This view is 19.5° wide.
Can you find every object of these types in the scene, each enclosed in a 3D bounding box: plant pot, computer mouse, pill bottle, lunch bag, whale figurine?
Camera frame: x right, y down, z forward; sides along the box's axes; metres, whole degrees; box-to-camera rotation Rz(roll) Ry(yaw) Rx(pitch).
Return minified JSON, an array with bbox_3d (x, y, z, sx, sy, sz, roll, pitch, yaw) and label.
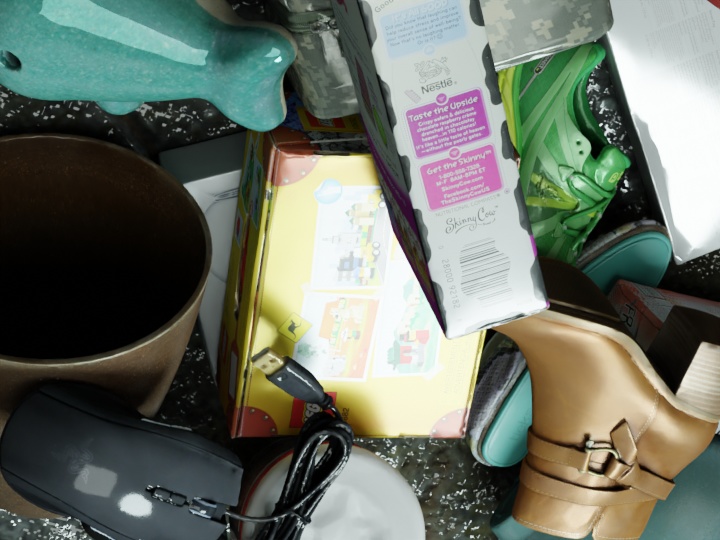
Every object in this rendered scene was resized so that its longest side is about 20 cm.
[{"bbox_3d":[-0.190,0.053,1.261,0.187,0.187,0.200,-2,136,-12],"label":"plant pot"},{"bbox_3d":[-0.090,0.099,1.159,0.200,0.046,0.140,32,86,-28],"label":"computer mouse"},{"bbox_3d":[-0.027,0.159,1.324,0.111,0.200,0.111,0,89,-7],"label":"pill bottle"},{"bbox_3d":[0.028,-0.196,1.184,0.200,0.139,0.168,-16,111,-2],"label":"lunch bag"},{"bbox_3d":[0.173,0.172,1.406,0.134,0.200,0.200,44,104,-1],"label":"plant pot"},{"bbox_3d":[-0.135,-0.131,1.154,0.200,0.104,0.159,28,144,9],"label":"whale figurine"}]

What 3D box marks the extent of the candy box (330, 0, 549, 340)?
[{"bbox_3d":[0.035,-0.085,1.082,0.061,0.136,0.200,-18,119,-3],"label":"candy box"}]

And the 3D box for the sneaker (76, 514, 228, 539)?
[{"bbox_3d":[-0.113,0.152,1.267,0.070,0.200,0.090,-42,84,-1],"label":"sneaker"}]

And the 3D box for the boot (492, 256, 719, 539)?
[{"bbox_3d":[0.120,0.080,1.250,0.200,0.077,0.155,14,115,-25],"label":"boot"}]

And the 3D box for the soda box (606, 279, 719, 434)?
[{"bbox_3d":[0.229,0.063,1.373,0.200,0.064,0.068,12,118,-44],"label":"soda box"}]

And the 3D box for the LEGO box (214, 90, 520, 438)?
[{"bbox_3d":[0.000,0.000,1.259,0.149,0.077,0.200,2,119,-15],"label":"LEGO box"}]

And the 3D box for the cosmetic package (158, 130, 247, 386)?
[{"bbox_3d":[-0.013,-0.023,1.319,0.200,0.052,0.151,-15,123,-5],"label":"cosmetic package"}]

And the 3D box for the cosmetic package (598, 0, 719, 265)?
[{"bbox_3d":[0.206,-0.107,1.319,0.083,0.051,0.200,-20,122,2],"label":"cosmetic package"}]

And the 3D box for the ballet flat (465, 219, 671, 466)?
[{"bbox_3d":[0.124,0.035,1.371,0.072,0.072,0.200,26,110,-24],"label":"ballet flat"}]

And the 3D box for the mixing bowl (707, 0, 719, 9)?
[{"bbox_3d":[0.242,-0.215,1.206,0.200,0.200,0.108,28,145,-25],"label":"mixing bowl"}]

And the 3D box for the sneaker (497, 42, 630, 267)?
[{"bbox_3d":[0.123,-0.048,1.284,0.084,0.074,0.200,-1,99,12],"label":"sneaker"}]
